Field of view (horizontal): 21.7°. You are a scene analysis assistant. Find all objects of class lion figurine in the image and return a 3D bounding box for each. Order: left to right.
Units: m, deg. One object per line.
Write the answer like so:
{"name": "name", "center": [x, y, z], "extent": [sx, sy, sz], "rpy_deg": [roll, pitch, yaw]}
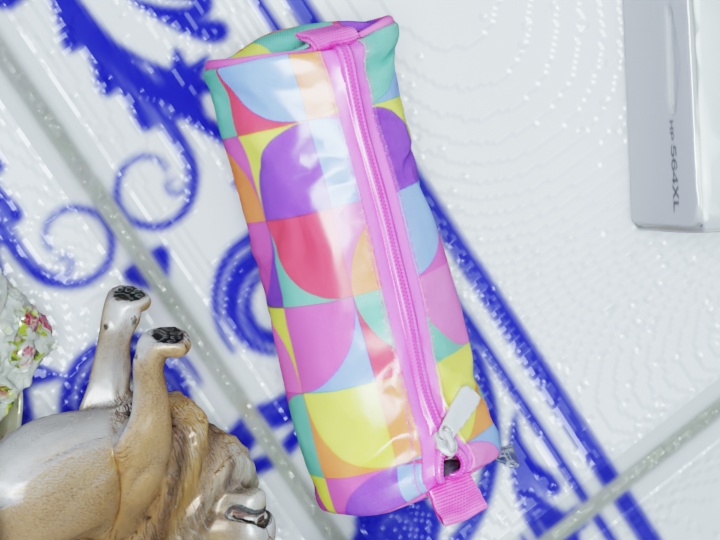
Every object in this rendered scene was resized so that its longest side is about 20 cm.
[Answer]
{"name": "lion figurine", "center": [-0.118, 0.081, 0.697], "extent": [0.199, 0.072, 0.123], "rpy_deg": [-10, 119, -37]}

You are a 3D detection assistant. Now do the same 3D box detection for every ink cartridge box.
{"name": "ink cartridge box", "center": [0.216, -0.095, 0.797], "extent": [0.198, 0.084, 0.147], "rpy_deg": [-3, 93, -12]}

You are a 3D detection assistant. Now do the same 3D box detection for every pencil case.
{"name": "pencil case", "center": [0.000, 0.000, 0.752], "extent": [0.088, 0.088, 0.202], "rpy_deg": [-18, 95, -12]}

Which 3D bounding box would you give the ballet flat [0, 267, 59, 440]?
{"name": "ballet flat", "center": [-0.173, 0.093, 0.726], "extent": [0.064, 0.075, 0.201], "rpy_deg": [25, 92, -46]}
